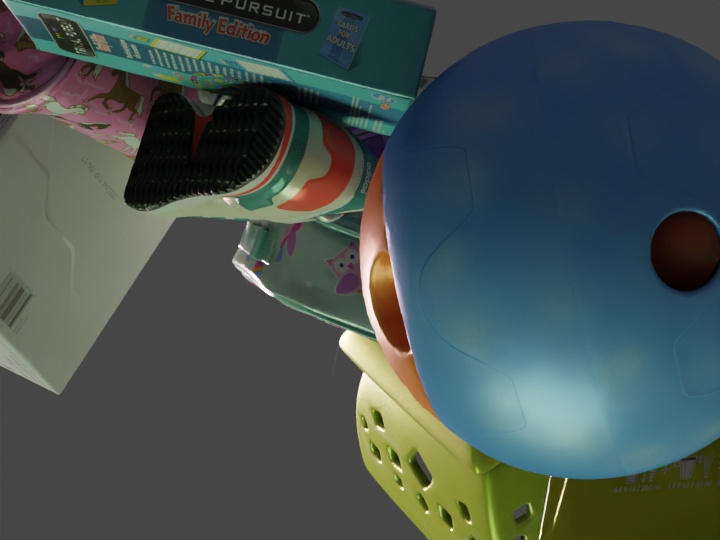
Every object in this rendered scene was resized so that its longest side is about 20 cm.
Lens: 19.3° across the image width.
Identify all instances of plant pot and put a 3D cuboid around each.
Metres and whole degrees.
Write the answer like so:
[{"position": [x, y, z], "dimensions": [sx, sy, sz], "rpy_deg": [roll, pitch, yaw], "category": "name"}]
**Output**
[{"position": [0.111, 0.088, 1.525], "dimensions": [0.200, 0.199, 0.182], "rpy_deg": [42, 159, 42], "category": "plant pot"}]

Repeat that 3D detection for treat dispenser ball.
[{"position": [0.099, -0.009, 0.935], "dimensions": [0.200, 0.202, 0.201], "rpy_deg": [14, 175, 1], "category": "treat dispenser ball"}]

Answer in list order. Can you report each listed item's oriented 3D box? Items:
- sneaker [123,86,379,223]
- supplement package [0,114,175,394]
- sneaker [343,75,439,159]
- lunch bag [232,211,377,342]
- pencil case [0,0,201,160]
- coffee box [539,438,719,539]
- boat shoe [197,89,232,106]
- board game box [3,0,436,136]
[{"position": [-0.055, -0.050, 1.128], "dimensions": [0.093, 0.071, 0.200], "rpy_deg": [22, 170, -25], "category": "sneaker"}, {"position": [-0.237, -0.042, 1.391], "dimensions": [0.111, 0.156, 0.200], "rpy_deg": [23, 162, 30], "category": "supplement package"}, {"position": [0.068, -0.059, 1.164], "dimensions": [0.199, 0.084, 0.081], "rpy_deg": [10, 174, 33], "category": "sneaker"}, {"position": [0.000, 0.000, 1.360], "dimensions": [0.160, 0.077, 0.200], "rpy_deg": [24, 179, -14], "category": "lunch bag"}, {"position": [-0.145, -0.108, 1.228], "dimensions": [0.087, 0.083, 0.200], "rpy_deg": [45, -168, 27], "category": "pencil case"}, {"position": [0.248, 0.162, 1.353], "dimensions": [0.199, 0.201, 0.198], "rpy_deg": [-7, 143, 32], "category": "coffee box"}, {"position": [-0.035, -0.072, 1.268], "dimensions": [0.065, 0.074, 0.200], "rpy_deg": [56, -167, 20], "category": "boat shoe"}, {"position": [-0.068, -0.120, 1.053], "dimensions": [0.199, 0.047, 0.151], "rpy_deg": [14, 176, -1], "category": "board game box"}]
